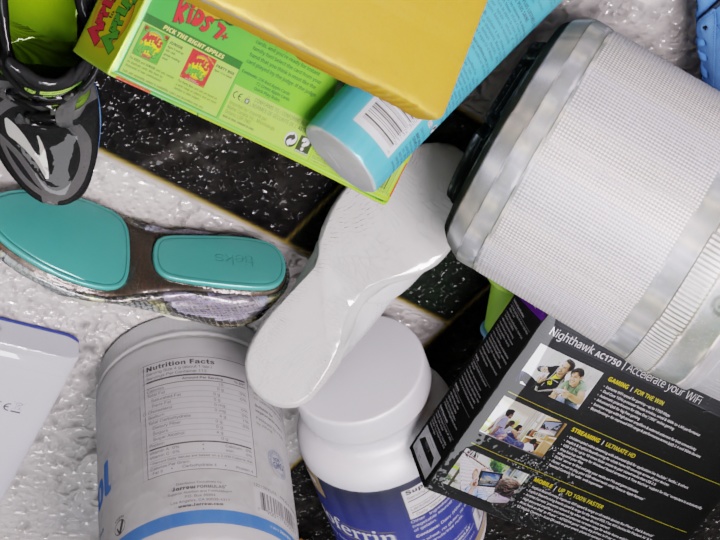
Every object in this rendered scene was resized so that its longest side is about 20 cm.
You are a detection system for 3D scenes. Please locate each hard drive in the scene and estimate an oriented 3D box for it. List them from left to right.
[{"bbox_3d":[-0.293,0.104,1.065,0.131,0.025,0.200,16,129,-24],"label":"hard drive"}]

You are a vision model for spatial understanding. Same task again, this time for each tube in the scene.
[{"bbox_3d":[0.054,-0.130,0.837,0.200,0.050,0.078,-47,137,-13],"label":"tube"}]

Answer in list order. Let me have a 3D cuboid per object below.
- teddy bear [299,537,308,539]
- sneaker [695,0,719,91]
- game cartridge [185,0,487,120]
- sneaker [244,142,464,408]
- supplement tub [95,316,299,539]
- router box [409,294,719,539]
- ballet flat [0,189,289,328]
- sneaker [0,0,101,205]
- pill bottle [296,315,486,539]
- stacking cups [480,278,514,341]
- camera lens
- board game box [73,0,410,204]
[{"bbox_3d":[-0.067,0.273,1.257,0.144,0.067,0.200,-6,139,20],"label":"teddy bear"},{"bbox_3d":[0.225,-0.137,0.912,0.078,0.066,0.201,11,132,-4],"label":"sneaker"},{"bbox_3d":[-0.012,-0.193,0.755,0.199,0.032,0.177,24,85,-31],"label":"game cartridge"},{"bbox_3d":[0.000,0.000,0.990,0.075,0.088,0.200,42,93,6],"label":"sneaker"},{"bbox_3d":[-0.110,0.143,1.017,0.131,0.201,0.132,-6,134,-6],"label":"supplement tub"},{"bbox_3d":[0.156,0.108,1.006,0.199,0.051,0.149,25,111,-23],"label":"router box"},{"bbox_3d":[-0.147,0.002,0.967,0.199,0.072,0.072,11,131,-19],"label":"ballet flat"},{"bbox_3d":[-0.178,-0.111,0.836,0.070,0.083,0.200,-1,134,-10],"label":"sneaker"},{"bbox_3d":[0.019,0.131,1.092,0.115,0.116,0.201,-15,134,4],"label":"pill bottle"},{"bbox_3d":[0.107,0.058,1.036,0.060,0.061,0.201,1,116,-12],"label":"stacking cups"},{"bbox_3d":[0.160,-0.037,0.881,0.199,0.160,0.160,31,129,6],"label":"camera lens"},{"bbox_3d":[-0.044,-0.120,0.831,0.199,0.048,0.102,23,96,-40],"label":"board game box"}]
